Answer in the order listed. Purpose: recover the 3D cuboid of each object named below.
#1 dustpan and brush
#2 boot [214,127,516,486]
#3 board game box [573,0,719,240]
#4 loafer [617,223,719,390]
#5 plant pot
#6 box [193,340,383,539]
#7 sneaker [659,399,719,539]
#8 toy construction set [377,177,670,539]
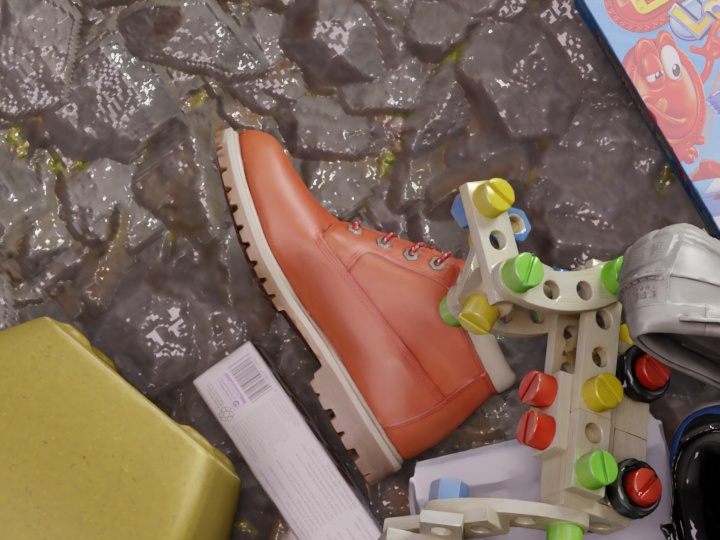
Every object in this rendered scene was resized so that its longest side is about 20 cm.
[{"bbox_3d":[0.110,0.186,1.303,0.139,0.057,0.200,-12,76,-6],"label":"dustpan and brush"},{"bbox_3d":[0.000,0.000,1.327,0.107,0.075,0.200,-30,89,0],"label":"boot"},{"bbox_3d":[0.243,-0.110,1.310,0.200,0.056,0.196,-31,81,4],"label":"board game box"},{"bbox_3d":[0.209,0.050,1.255,0.200,0.070,0.070,27,52,-20],"label":"loafer"},{"bbox_3d":[-0.168,0.139,1.276,0.195,0.194,0.200,40,85,10],"label":"plant pot"},{"bbox_3d":[-0.016,0.128,1.327,0.041,0.039,0.200,-36,80,4],"label":"box"},{"bbox_3d":[0.209,0.161,1.247,0.077,0.111,0.200,-25,88,13],"label":"sneaker"},{"bbox_3d":[0.083,0.065,1.253,0.131,0.092,0.200,21,77,-26],"label":"toy construction set"}]
